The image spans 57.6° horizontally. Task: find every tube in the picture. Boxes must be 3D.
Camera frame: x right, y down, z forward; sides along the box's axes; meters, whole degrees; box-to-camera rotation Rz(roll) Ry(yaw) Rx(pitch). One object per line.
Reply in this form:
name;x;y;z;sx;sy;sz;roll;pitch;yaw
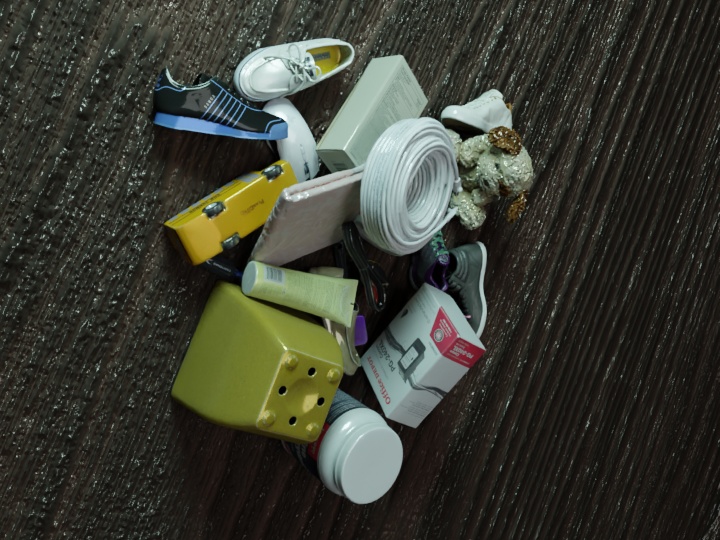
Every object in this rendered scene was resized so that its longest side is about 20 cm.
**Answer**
tube;-0.089;0.034;1.023;0.196;0.052;0.059;15;122;-34

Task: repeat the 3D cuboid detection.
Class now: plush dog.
plush dog;0.246;-0.185;1.207;0.159;0.170;0.204;-34;119;-23

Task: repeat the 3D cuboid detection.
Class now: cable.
cable;0.000;0.000;1.101;0.200;0.049;0.099;48;42;-54
cable;0.074;-0.127;0.978;0.200;0.068;0.203;-46;141;-33

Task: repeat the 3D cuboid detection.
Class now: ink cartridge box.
ink cartridge box;0.104;0.151;1.158;0.082;0.146;0.201;25;113;-37

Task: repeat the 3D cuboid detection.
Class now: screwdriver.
screwdriver;-0.171;0.019;1.033;0.198;0.028;0.030;32;53;-34

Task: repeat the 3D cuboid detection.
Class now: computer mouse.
computer mouse;-0.096;-0.173;1.035;0.109;0.044;0.203;-37;121;-23

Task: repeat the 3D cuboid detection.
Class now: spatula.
spatula;-0.026;0.042;1.152;0.055;0.021;0.205;-11;105;-8

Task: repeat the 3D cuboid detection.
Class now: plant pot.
plant pot;-0.136;0.157;0.988;0.192;0.198;0.200;25;87;-38

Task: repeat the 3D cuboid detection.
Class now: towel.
towel;-0.071;-0.081;0.994;0.188;0.201;0.033;-25;72;-36

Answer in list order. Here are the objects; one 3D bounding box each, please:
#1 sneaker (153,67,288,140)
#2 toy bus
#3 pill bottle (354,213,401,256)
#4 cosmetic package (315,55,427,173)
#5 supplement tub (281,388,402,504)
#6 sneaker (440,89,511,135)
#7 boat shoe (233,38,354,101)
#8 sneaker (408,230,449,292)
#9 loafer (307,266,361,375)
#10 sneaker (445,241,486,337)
sneaker;-0.190;-0.231;0.924;0.195;0.070;0.080;2;104;-29
toy bus;-0.184;-0.089;0.967;0.199;0.078;0.066;-37;120;-24
pill bottle;0.074;-0.139;1.127;0.114;0.113;0.203;36;79;-37
cosmetic package;0.021;-0.237;1.066;0.104;0.072;0.203;49;62;-40
supplement tub;-0.036;0.282;1.093;0.138;0.198;0.144;-9;107;-34
sneaker;0.219;-0.300;1.230;0.197;0.072;0.087;-1;99;-48
boat shoe;-0.090;-0.302;0.981;0.199;0.085;0.076;-24;115;-30
sneaker;0.139;-0.054;1.213;0.073;0.087;0.206;-12;109;-33
loafer;-0.032;0.084;1.110;0.067;0.076;0.204;-17;110;5
sneaker;0.195;0.046;1.296;0.097;0.070;0.206;-3;98;-34
